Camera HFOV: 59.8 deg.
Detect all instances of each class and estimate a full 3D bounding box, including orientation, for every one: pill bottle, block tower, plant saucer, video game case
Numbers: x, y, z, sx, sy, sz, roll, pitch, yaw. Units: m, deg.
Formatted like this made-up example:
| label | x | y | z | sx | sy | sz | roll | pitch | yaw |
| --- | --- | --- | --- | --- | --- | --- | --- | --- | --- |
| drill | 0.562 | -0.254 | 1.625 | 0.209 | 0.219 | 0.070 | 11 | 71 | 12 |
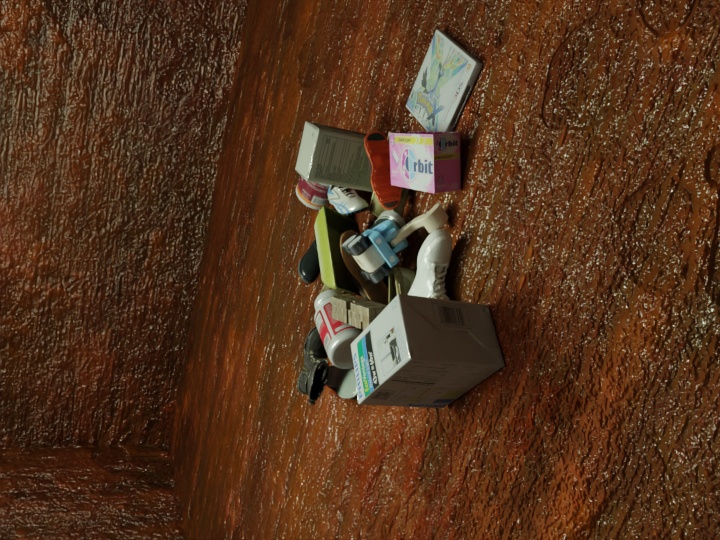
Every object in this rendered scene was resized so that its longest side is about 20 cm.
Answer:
| label | x | y | z | sx | sy | sz | roll | pitch | yaw |
| --- | --- | --- | --- | --- | --- | --- | --- | --- | --- |
| pill bottle | -0.099 | -0.277 | 1.756 | 0.200 | 0.113 | 0.115 | -57 | 37 | 43 |
| block tower | -0.005 | 0.095 | 1.424 | 0.200 | 0.054 | 0.058 | 15 | 107 | 63 |
| plant saucer | -0.050 | -0.036 | 1.502 | 0.048 | 0.200 | 0.201 | -14 | 76 | 21 |
| pill bottle | -0.051 | 0.140 | 1.569 | 0.113 | 0.112 | 0.200 | -68 | 30 | 29 |
| video game case | 0.171 | -0.391 | 1.335 | 0.183 | 0.022 | 0.200 | -67 | 31 | 31 |

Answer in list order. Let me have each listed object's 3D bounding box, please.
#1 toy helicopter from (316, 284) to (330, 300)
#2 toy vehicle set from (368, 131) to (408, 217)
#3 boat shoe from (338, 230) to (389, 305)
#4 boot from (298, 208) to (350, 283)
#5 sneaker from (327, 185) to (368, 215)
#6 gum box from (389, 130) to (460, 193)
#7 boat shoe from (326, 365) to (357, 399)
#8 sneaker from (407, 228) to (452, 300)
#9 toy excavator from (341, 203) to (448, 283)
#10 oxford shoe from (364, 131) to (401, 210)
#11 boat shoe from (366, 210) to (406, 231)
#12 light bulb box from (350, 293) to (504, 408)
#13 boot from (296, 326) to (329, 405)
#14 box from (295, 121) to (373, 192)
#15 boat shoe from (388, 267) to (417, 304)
| label | x | y | z | sx | sy | sz | roll | pitch | yaw |
| --- | --- | --- | --- | --- | --- | --- | --- | --- | --- |
| toy helicopter | -0.067 | -0.004 | 1.661 | 0.201 | 0.078 | 0.132 | -64 | 3 | 5 |
| toy vehicle set | 0.078 | -0.216 | 1.481 | 0.124 | 0.026 | 0.201 | 46 | 125 | 58 |
| boat shoe | 0.000 | 0.000 | 1.458 | 0.201 | 0.070 | 0.070 | 65 | 163 | -12 |
| boot | -0.095 | -0.076 | 1.718 | 0.200 | 0.065 | 0.166 | -46 | 23 | 49 |
| sneaker | -0.037 | -0.188 | 1.599 | 0.200 | 0.071 | 0.073 | -140 | 36 | -61 |
| gum box | 0.129 | -0.230 | 1.309 | 0.200 | 0.066 | 0.114 | -154 | 57 | -62 |
| boat shoe | -0.031 | 0.283 | 1.562 | 0.076 | 0.060 | 0.200 | -59 | 24 | -7 |
| sneaker | 0.156 | 0.028 | 1.230 | 0.116 | 0.073 | 0.201 | -120 | 34 | -48 |
| toy excavator | 0.075 | -0.072 | 1.333 | 0.200 | 0.100 | 0.194 | -40 | 12 | -6 |
| oxford shoe | 0.055 | -0.221 | 1.447 | 0.073 | 0.071 | 0.201 | 85 | 176 | -67 |
| boat shoe | 0.043 | -0.072 | 1.456 | 0.064 | 0.071 | 0.200 | -49 | 3 | -28 |
| light bulb box | 0.114 | 0.153 | 1.135 | 0.200 | 0.197 | 0.126 | -50 | 40 | 47 |
| boot | -0.105 | 0.235 | 1.580 | 0.174 | 0.069 | 0.202 | 151 | 132 | -73 |
| box | -0.044 | -0.279 | 1.547 | 0.109 | 0.199 | 0.129 | 47 | 126 | 58 |
| boat shoe | 0.080 | 0.094 | 1.368 | 0.073 | 0.063 | 0.202 | 21 | 103 | 63 |
